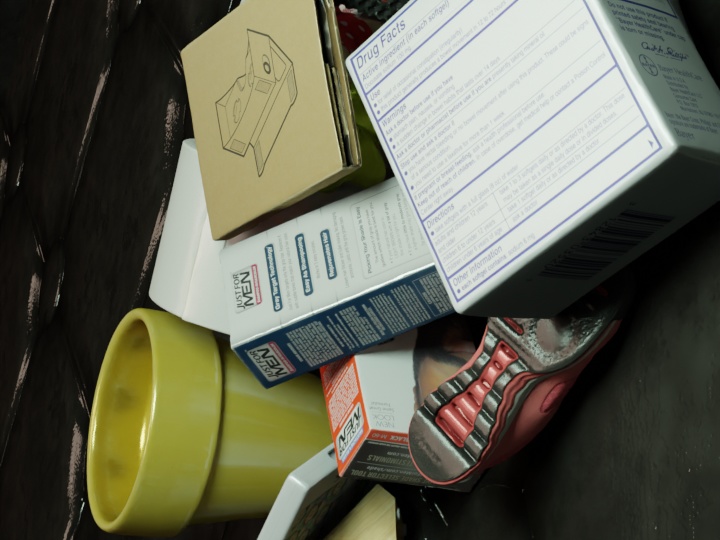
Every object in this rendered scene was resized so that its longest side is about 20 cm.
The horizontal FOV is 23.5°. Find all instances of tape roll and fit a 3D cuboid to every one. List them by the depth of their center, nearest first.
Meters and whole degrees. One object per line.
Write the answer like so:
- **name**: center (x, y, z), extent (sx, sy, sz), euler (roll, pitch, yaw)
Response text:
- **tape roll**: center (-0.070, -0.023, 1.485), extent (0.203, 0.202, 0.140), euler (-147, 70, -66)

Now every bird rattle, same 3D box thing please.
- **bird rattle**: center (0.001, -0.148, 1.353), extent (0.113, 0.163, 0.200), euler (-53, 43, 30)

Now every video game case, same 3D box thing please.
- **video game case**: center (-0.036, 0.206, 1.379), extent (0.024, 0.182, 0.200), euler (35, 121, 17)

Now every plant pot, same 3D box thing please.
- **plant pot**: center (-0.131, 0.148, 1.573), extent (0.201, 0.188, 0.202), euler (-170, 90, -68)

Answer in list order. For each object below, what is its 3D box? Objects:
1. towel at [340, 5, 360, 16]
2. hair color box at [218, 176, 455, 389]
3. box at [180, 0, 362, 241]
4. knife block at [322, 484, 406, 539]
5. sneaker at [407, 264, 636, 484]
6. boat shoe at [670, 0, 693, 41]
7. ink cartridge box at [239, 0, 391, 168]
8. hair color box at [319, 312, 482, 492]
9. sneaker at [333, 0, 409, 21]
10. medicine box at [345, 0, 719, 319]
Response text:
- **towel**: center (0.016, -0.284, 1.523), extent (0.146, 0.030, 0.200), euler (-36, 31, 0)
- **hair color box**: center (0.000, 0.000, 1.274), extent (0.199, 0.061, 0.100), euler (-22, 47, 12)
- **box**: center (-0.072, -0.127, 1.310), extent (0.200, 0.021, 0.164), euler (-25, 72, 55)
- **knife block**: center (-0.051, 0.275, 1.343), extent (0.064, 0.175, 0.201), euler (75, -167, -64)
- **sneaker**: center (0.115, 0.063, 1.177), extent (0.200, 0.087, 0.074), euler (-48, 63, 17)
- **boat shoe**: center (0.172, -0.168, 1.145), extent (0.074, 0.065, 0.201), euler (131, 142, -50)
- **ink cartridge box**: center (-0.023, -0.172, 1.506), extent (0.200, 0.145, 0.085), euler (-120, 44, -56)
- **hair color box**: center (0.029, 0.068, 1.328), extent (0.200, 0.111, 0.064), euler (-102, 31, -41)
- **sneaker**: center (0.025, -0.241, 1.281), extent (0.094, 0.199, 0.070), euler (-57, -13, -32)
- **medicine box**: center (0.114, -0.101, 1.077), extent (0.182, 0.103, 0.201), euler (-39, 63, 33)
